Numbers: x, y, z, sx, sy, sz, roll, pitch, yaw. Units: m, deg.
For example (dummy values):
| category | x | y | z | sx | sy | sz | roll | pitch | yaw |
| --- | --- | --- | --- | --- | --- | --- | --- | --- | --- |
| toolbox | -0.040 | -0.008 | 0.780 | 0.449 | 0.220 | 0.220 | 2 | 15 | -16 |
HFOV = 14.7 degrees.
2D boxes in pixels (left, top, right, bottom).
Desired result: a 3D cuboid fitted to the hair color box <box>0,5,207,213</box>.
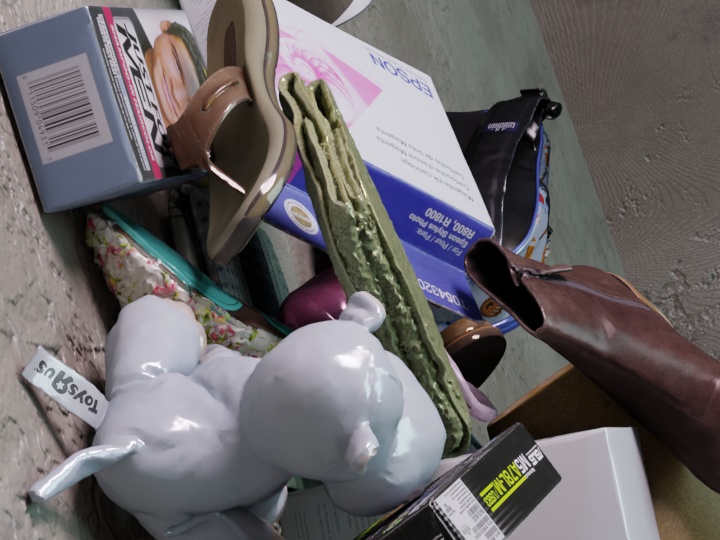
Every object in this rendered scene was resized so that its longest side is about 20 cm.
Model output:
| category | x | y | z | sx | sy | sz | roll | pitch | yaw |
| --- | --- | --- | --- | --- | --- | --- | --- | --- | --- |
| hair color box | -0.134 | -0.092 | 1.555 | 0.200 | 0.060 | 0.099 | -22 | 95 | -78 |

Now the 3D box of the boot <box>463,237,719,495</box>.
| category | x | y | z | sx | sy | sz | roll | pitch | yaw |
| --- | --- | --- | --- | --- | --- | --- | --- | --- | --- |
| boot | 0.160 | 0.062 | 1.675 | 0.166 | 0.072 | 0.200 | 20 | 21 | -41 |

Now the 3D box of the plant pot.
| category | x | y | z | sx | sy | sz | roll | pitch | yaw |
| --- | --- | --- | --- | --- | --- | --- | --- | --- | --- |
| plant pot | 0.176 | 0.154 | 1.791 | 0.200 | 0.186 | 0.186 | 55 | 12 | 2 |

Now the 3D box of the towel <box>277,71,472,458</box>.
| category | x | y | z | sx | sy | sz | roll | pitch | yaw |
| --- | --- | --- | --- | --- | --- | --- | --- | --- | --- |
| towel | 0.007 | -0.003 | 1.547 | 0.149 | 0.036 | 0.200 | -108 | 173 | -53 |

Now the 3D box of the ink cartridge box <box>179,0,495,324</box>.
| category | x | y | z | sx | sy | sz | roll | pitch | yaw |
| --- | --- | --- | --- | --- | --- | --- | --- | --- | --- |
| ink cartridge box | -0.006 | -0.078 | 1.699 | 0.196 | 0.043 | 0.200 | 25 | 30 | -40 |

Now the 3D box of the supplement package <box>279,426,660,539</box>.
| category | x | y | z | sx | sy | sz | roll | pitch | yaw |
| --- | --- | --- | --- | --- | --- | --- | --- | --- | --- |
| supplement package | 0.075 | 0.185 | 1.653 | 0.151 | 0.199 | 0.153 | 11 | 67 | -77 |

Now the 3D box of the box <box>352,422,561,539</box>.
| category | x | y | z | sx | sy | sz | roll | pitch | yaw |
| --- | --- | --- | --- | --- | --- | --- | --- | --- | --- |
| box | 0.000 | 0.165 | 1.441 | 0.048 | 0.193 | 0.200 | 51 | 17 | 4 |

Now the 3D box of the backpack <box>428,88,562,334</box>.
| category | x | y | z | sx | sy | sz | roll | pitch | yaw |
| --- | --- | --- | --- | --- | --- | --- | --- | --- | --- |
| backpack | 0.052 | -0.028 | 2.045 | 0.191 | 0.199 | 0.155 | -83 | 166 | -56 |

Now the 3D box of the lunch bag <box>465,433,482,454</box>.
| category | x | y | z | sx | sy | sz | roll | pitch | yaw |
| --- | --- | --- | --- | --- | --- | --- | --- | --- | --- |
| lunch bag | 0.068 | 0.222 | 1.866 | 0.200 | 0.121 | 0.171 | 54 | 21 | -60 |

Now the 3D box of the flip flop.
| category | x | y | z | sx | sy | sz | roll | pitch | yaw |
| --- | --- | --- | --- | --- | --- | --- | --- | --- | --- |
| flip flop | -0.077 | -0.084 | 1.516 | 0.057 | 0.081 | 0.201 | 18 | 45 | -24 |

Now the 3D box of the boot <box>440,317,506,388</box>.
| category | x | y | z | sx | sy | sz | roll | pitch | yaw |
| --- | --- | --- | --- | --- | --- | --- | --- | --- | --- |
| boot | 0.023 | 0.067 | 1.820 | 0.073 | 0.200 | 0.076 | -7 | 68 | -34 |

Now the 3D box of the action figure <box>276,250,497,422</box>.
| category | x | y | z | sx | sy | sz | roll | pitch | yaw |
| --- | --- | --- | --- | --- | --- | --- | --- | --- | --- |
| action figure | 0.000 | 0.000 | 1.719 | 0.134 | 0.148 | 0.201 | 53 | 34 | -46 |

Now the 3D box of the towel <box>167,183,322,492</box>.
| category | x | y | z | sx | sy | sz | roll | pitch | yaw |
| --- | --- | --- | --- | --- | --- | --- | --- | --- | --- |
| towel | -0.066 | 0.055 | 1.744 | 0.193 | 0.034 | 0.201 | 34 | 38 | -75 |

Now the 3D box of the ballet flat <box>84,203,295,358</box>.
| category | x | y | z | sx | sy | sz | roll | pitch | yaw |
| --- | --- | --- | --- | --- | --- | --- | --- | --- | --- |
| ballet flat | -0.077 | 0.041 | 1.530 | 0.200 | 0.064 | 0.076 | 34 | 3 | -8 |

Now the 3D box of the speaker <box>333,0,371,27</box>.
| category | x | y | z | sx | sy | sz | roll | pitch | yaw |
| --- | --- | --- | --- | --- | --- | --- | --- | --- | --- |
| speaker | -0.063 | -0.279 | 2.089 | 0.081 | 0.081 | 0.201 | -80 | 150 | -65 |

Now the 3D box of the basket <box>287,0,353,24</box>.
| category | x | y | z | sx | sy | sz | roll | pitch | yaw |
| --- | --- | --- | --- | --- | --- | --- | --- | --- | --- |
| basket | -0.080 | -0.256 | 1.869 | 0.181 | 0.135 | 0.200 | -103 | 171 | -45 |

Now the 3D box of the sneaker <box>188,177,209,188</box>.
| category | x | y | z | sx | sy | sz | roll | pitch | yaw |
| --- | --- | --- | --- | --- | --- | --- | --- | --- | --- |
| sneaker | -0.062 | -0.106 | 1.787 | 0.200 | 0.105 | 0.076 | -49 | 120 | -76 |

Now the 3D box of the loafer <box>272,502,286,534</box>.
| category | x | y | z | sx | sy | sz | roll | pitch | yaw |
| --- | --- | --- | --- | --- | --- | --- | --- | --- | --- |
| loafer | -0.069 | 0.113 | 1.553 | 0.200 | 0.063 | 0.072 | -92 | 159 | -51 |

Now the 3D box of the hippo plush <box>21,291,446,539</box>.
| category | x | y | z | sx | sy | sz | roll | pitch | yaw |
| --- | --- | --- | --- | --- | --- | --- | --- | --- | --- |
| hippo plush | -0.048 | 0.062 | 1.407 | 0.200 | 0.160 | 0.160 | 43 | 31 | -47 |
